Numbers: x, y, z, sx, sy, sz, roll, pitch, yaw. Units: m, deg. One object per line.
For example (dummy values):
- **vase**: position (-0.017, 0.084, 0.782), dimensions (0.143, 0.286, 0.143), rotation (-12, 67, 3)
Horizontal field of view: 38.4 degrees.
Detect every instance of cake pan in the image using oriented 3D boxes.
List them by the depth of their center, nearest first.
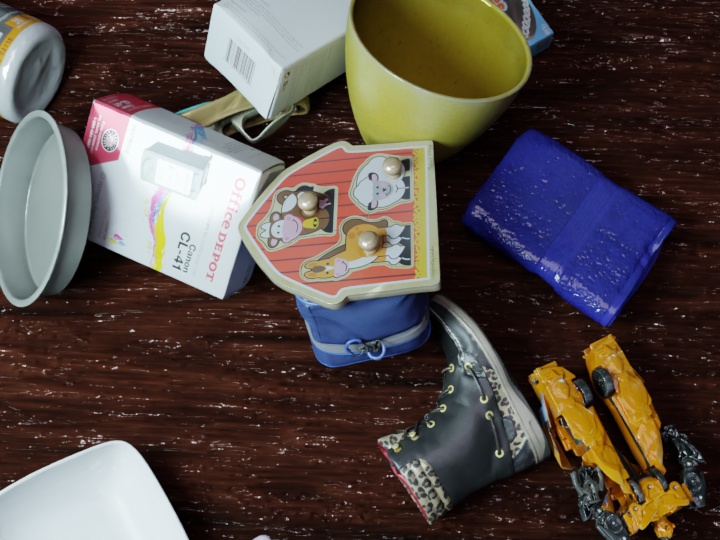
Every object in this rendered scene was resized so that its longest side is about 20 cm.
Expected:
- **cake pan**: position (-0.332, -0.063, 1.078), dimensions (0.036, 0.199, 0.204), rotation (6, 68, -38)

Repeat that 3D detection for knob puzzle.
- **knob puzzle**: position (-0.024, -0.054, 0.995), dimensions (0.215, 0.031, 0.223), rotation (-6, 54, 8)

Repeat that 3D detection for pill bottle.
- **pill bottle**: position (-0.442, -0.255, 1.160), dimensions (0.197, 0.117, 0.118), rotation (25, 76, 8)

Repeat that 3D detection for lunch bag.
- **lunch bag**: position (0.000, 0.000, 1.053), dimensions (0.133, 0.133, 0.203), rotation (-11, 54, 4)

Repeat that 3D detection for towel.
- **towel**: position (0.223, -0.048, 1.119), dimensions (0.199, 0.050, 0.148), rotation (36, 71, 12)

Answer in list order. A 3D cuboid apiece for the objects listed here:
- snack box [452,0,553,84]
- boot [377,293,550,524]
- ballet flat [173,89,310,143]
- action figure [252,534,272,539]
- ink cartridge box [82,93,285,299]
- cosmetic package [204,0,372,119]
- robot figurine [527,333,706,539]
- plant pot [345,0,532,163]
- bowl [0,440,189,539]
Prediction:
- **snack box**: position (0.121, -0.318, 1.203), dimensions (0.115, 0.037, 0.202), rotation (-30, 75, -7)
- **boot**: position (0.083, 0.141, 1.054), dimensions (0.149, 0.073, 0.202), rotation (-32, 81, -8)
- **ballet flat**: position (-0.147, -0.164, 1.150), dimensions (0.197, 0.069, 0.064), rotation (-27, 79, -6)
- **action figure**: position (-0.070, 0.384, 0.989), dimensions (0.198, 0.135, 0.149), rotation (34, 34, -2)
- **ink cartridge box**: position (-0.197, -0.080, 1.089), dimensions (0.197, 0.086, 0.150), rotation (23, 106, 10)
- **cosmetic package**: position (-0.061, -0.267, 1.135), dimensions (0.113, 0.082, 0.199), rotation (45, 54, 14)
- **robot figurine**: position (0.257, 0.175, 1.037), dimensions (0.143, 0.058, 0.203), rotation (-21, 73, -16)
- **plant pot**: position (0.066, -0.195, 1.099), dimensions (0.196, 0.143, 0.203), rotation (10, 48, -11)
- **bowl**: position (-0.268, 0.291, 0.993), dimensions (0.198, 0.075, 0.201), rotation (-24, 73, -30)
